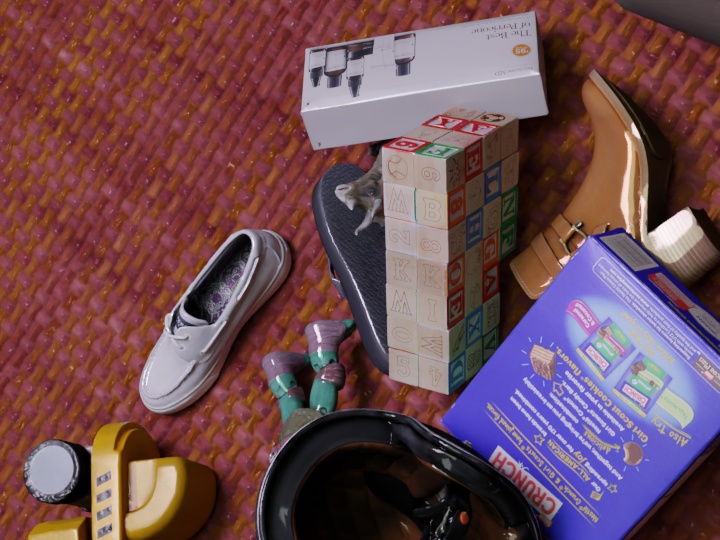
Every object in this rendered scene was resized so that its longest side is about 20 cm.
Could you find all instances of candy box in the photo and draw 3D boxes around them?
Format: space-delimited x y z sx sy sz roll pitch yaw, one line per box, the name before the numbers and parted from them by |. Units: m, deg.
candy box | 0.184 0.098 1.227 0.169 0.077 0.200 46 115 19

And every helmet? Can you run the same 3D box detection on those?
helmet | 0.020 0.202 1.223 0.190 0.200 0.201 10 84 49

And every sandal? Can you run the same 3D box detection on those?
sandal | 0.000 0.000 1.392 0.043 0.076 0.201 -40 59 47

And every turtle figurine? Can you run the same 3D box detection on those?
turtle figurine | -0.026 0.149 1.360 0.149 0.101 0.201 -25 63 23

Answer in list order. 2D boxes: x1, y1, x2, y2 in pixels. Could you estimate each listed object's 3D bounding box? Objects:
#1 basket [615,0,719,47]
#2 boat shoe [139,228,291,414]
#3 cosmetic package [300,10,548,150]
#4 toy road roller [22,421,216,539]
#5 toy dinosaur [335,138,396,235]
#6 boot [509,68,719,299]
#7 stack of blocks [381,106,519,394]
basket | 0.298 -0.230 1.230 0.200 0.181 0.136 23 62 41
boat shoe | -0.141 0.045 1.459 0.200 0.068 0.072 -46 61 13
cosmetic package | 0.053 -0.158 1.352 0.199 0.051 0.083 -8 49 10
toy road roller | -0.205 0.233 1.428 0.145 0.123 0.201 -8 74 16
toy dinosaur | 0.061 -0.098 1.382 0.199 0.077 0.102 -27 61 -12
boot | 0.182 -0.048 1.297 0.155 0.074 0.201 -35 62 23
stack of blocks | 0.074 -0.018 1.301 0.058 0.115 0.201 13 118 31
